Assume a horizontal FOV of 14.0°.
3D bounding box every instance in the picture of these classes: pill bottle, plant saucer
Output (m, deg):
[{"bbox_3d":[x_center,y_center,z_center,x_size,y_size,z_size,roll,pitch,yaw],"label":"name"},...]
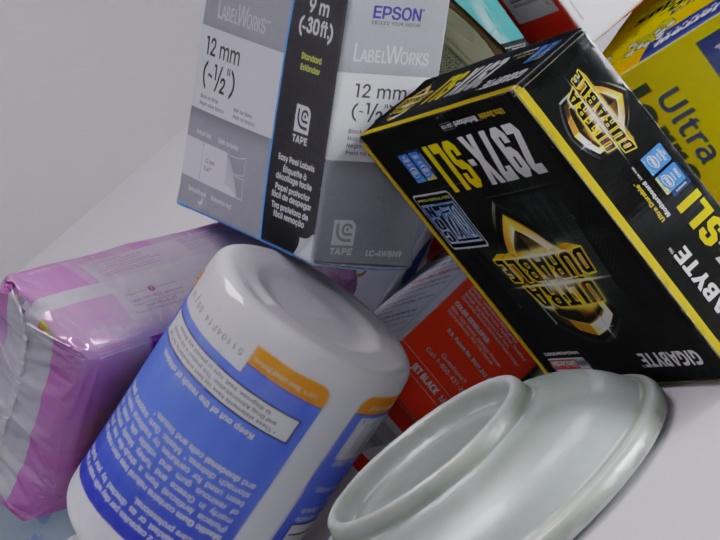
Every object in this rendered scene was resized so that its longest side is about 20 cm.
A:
[{"bbox_3d":[-0.073,0.097,1.420,0.200,0.112,0.112,-56,4,17],"label":"pill bottle"},{"bbox_3d":[0.041,0.097,1.284,0.200,0.050,0.200,-37,10,8],"label":"plant saucer"}]

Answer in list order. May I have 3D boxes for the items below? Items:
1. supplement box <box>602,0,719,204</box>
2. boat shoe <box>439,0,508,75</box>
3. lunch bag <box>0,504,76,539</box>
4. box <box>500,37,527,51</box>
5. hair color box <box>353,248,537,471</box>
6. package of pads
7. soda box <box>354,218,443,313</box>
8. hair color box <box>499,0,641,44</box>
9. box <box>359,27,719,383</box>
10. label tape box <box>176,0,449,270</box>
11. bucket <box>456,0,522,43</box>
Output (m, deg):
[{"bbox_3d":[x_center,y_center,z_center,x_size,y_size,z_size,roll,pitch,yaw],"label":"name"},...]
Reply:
[{"bbox_3d":[0.198,-0.101,1.452,0.109,0.109,0.200,-32,11,33],"label":"supplement box"},{"bbox_3d":[0.083,-0.054,1.467,0.065,0.200,0.073,-44,-23,9],"label":"boat shoe"},{"bbox_3d":[-0.140,0.100,1.674,0.170,0.127,0.200,-49,-4,-47],"label":"lunch bag"},{"bbox_3d":[0.029,-0.101,2.110,0.193,0.048,0.200,-27,-6,40],"label":"box"},{"bbox_3d":[0.069,0.016,1.529,0.200,0.064,0.111,-44,9,-23],"label":"hair color box"},{"bbox_3d":[-0.104,0.044,1.505,0.200,0.076,0.121,-16,-42,-42],"label":"package of pads"},{"bbox_3d":[0.000,0.000,1.603,0.068,0.064,0.200,-20,-34,-58],"label":"soda box"},{"bbox_3d":[0.139,-0.210,1.475,0.200,0.111,0.064,-40,10,-19],"label":"hair color box"},{"bbox_3d":[0.094,-0.022,1.317,0.049,0.160,0.200,-40,10,-17],"label":"box"},{"bbox_3d":[-0.021,-0.113,1.452,0.066,0.201,0.143,0,14,-31],"label":"label tape box"},{"bbox_3d":[0.075,-0.234,2.479,0.207,0.135,0.207,-37,10,8],"label":"bucket"}]
